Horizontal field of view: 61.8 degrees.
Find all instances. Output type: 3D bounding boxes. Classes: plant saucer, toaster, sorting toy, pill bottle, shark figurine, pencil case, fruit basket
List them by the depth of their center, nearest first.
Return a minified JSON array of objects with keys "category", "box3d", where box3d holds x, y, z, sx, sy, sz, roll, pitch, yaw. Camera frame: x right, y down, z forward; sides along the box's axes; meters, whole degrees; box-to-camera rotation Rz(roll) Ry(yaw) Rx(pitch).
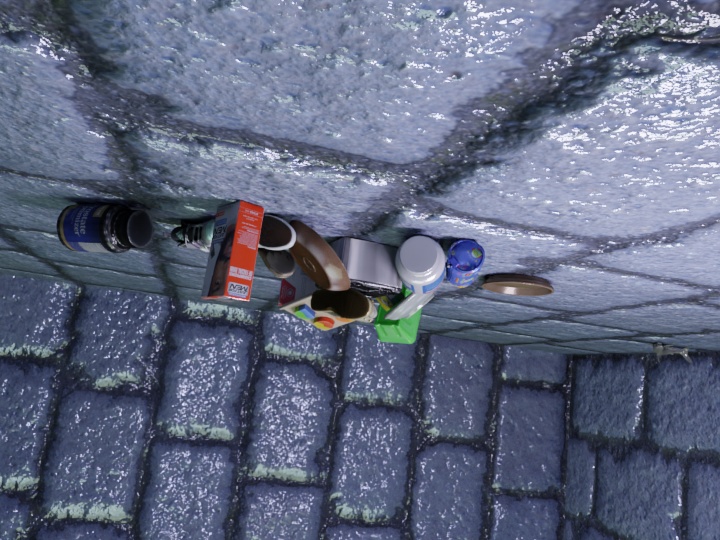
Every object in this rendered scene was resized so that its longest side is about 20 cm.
[{"category":"plant saucer","box3d":[-0.104,-0.024,1.346,0.200,0.037,0.201,41,159,20]},{"category":"pill bottle","box3d":[0.137,-0.015,1.365,0.112,0.113,0.200,5,170,8]},{"category":"pill bottle","box3d":[-0.585,-0.097,1.387,0.199,0.112,0.112,2,169,21]},{"category":"pencil case","box3d":[0.237,-0.013,1.394,0.087,0.078,0.200,-23,167,1]},{"category":"toaster","box3d":[0.000,0.000,1.509,0.180,0.119,0.200,10,169,-22]},{"category":"sorting toy","box3d":[-0.098,0.117,1.671,0.185,0.037,0.200,-23,142,39]},{"category":"plant saucer","box3d":[0.443,0.041,1.696,0.199,0.030,0.200,6,169,1]},{"category":"plant saucer","box3d":[0.156,0.087,1.722,0.050,0.200,0.200,50,170,5]},{"category":"fruit basket","box3d":[0.133,0.149,1.993,0.155,0.217,0.215,0,168,30]},{"category":"shark figurine","box3d":[1.406,0.385,2.769,0.214,0.090,0.128,13,169,-21]}]

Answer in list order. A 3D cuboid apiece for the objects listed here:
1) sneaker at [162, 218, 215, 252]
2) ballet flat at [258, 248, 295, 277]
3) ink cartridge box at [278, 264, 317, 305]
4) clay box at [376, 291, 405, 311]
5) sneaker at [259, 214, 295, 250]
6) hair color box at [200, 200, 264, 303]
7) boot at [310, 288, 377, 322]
[{"category":"sneaker","box3d":[-0.401,-0.083,1.435,0.139,0.078,0.200,8,169,-9]},{"category":"ballet flat","box3d":[-0.206,-0.032,1.402,0.067,0.047,0.200,-6,-148,-30]},{"category":"ink cartridge box","box3d":[-0.129,0.042,1.741,0.199,0.146,0.083,8,169,-7]},{"category":"clay box","box3d":[0.069,0.060,1.812,0.048,0.115,0.200,-36,175,-12]},{"category":"sneaker","box3d":[-0.208,-0.085,1.346,0.199,0.073,0.085,13,178,34]},{"category":"hair color box","box3d":[-0.269,-0.036,1.262,0.064,0.201,0.111,15,166,-38]},{"category":"boot","box3d":[-0.007,0.092,1.488,0.199,0.072,0.154,3,169,46]}]
